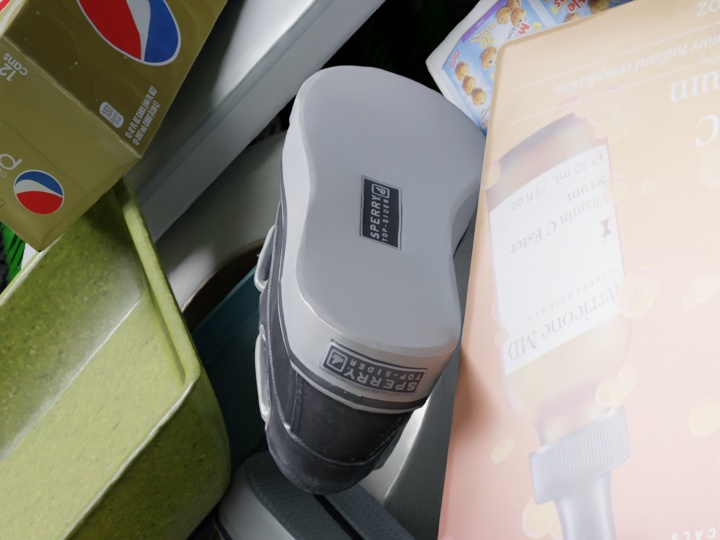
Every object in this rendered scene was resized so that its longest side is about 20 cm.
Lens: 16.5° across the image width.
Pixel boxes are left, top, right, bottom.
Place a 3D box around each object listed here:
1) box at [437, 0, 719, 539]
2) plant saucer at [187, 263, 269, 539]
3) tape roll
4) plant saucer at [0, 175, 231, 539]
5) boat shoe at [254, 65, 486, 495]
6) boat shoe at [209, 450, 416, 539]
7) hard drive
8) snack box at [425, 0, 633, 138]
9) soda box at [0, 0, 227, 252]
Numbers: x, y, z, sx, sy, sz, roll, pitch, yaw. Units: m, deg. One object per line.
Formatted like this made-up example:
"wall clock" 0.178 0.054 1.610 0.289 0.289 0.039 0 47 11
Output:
"box" 0.116 0.024 0.707 0.152 0.106 0.201 -16 56 40
"plant saucer" -0.068 0.069 0.890 0.200 0.019 0.070 -44 41 18
"tape roll" -0.030 0.044 0.907 0.202 0.037 0.204 -26 50 34
"plant saucer" -0.117 0.082 0.858 0.200 0.048 0.200 -49 24 9
"boat shoe" 0.000 0.000 0.802 0.200 0.071 0.068 -87 19 -59
"boat shoe" 0.017 0.138 0.771 0.200 0.072 0.062 48 126 39
"hard drive" -0.061 -0.073 0.987 0.200 0.027 0.132 -45 20 18
"snack box" 0.106 -0.121 0.870 0.200 0.024 0.072 -47 40 16
"soda box" -0.099 -0.097 0.950 0.064 0.068 0.200 -40 17 32
